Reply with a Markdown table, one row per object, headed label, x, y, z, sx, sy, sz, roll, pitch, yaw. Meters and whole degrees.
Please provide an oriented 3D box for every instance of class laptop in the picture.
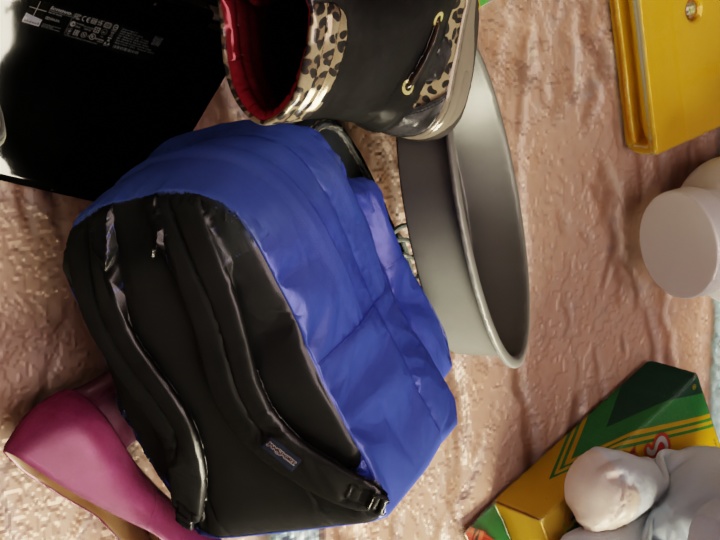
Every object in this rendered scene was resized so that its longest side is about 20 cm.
| label | x | y | z | sx | sy | sz | roll | pitch | yaw |
| --- | --- | --- | --- | --- | --- | --- | --- | --- | --- |
| laptop | -0.162 | -0.158 | 1.055 | 0.186 | 0.116 | 0.201 | 13 | 120 | -40 |

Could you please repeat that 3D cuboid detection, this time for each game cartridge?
| label | x | y | z | sx | sy | sz | roll | pitch | yaw |
| --- | --- | --- | --- | --- | --- | --- | --- | --- | --- |
| game cartridge | 0.248 | -0.192 | 1.374 | 0.199 | 0.032 | 0.178 | -24 | 114 | -37 |

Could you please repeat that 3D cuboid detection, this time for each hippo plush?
| label | x | y | z | sx | sy | sz | roll | pitch | yaw |
| --- | --- | --- | --- | --- | --- | --- | --- | --- | --- |
| hippo plush | 0.239 | 0.188 | 1.291 | 0.199 | 0.160 | 0.161 | -14 | 107 | -37 |

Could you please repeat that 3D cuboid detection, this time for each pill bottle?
| label | x | y | z | sx | sy | sz | roll | pitch | yaw |
| --- | --- | --- | --- | --- | --- | --- | --- | --- | --- |
| pill bottle | 0.288 | -0.034 | 1.388 | 0.199 | 0.104 | 0.105 | -12 | 107 | -36 |

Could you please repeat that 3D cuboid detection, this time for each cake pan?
| label | x | y | z | sx | sy | sz | roll | pitch | yaw |
| --- | --- | --- | --- | --- | --- | --- | --- | --- | --- |
| cake pan | 0.061 | -0.040 | 1.177 | 0.200 | 0.036 | 0.202 | -9 | 90 | -76 |

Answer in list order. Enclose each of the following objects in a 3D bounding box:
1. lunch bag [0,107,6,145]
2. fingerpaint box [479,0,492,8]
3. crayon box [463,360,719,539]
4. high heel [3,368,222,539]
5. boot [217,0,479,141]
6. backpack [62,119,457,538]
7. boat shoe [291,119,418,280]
| label | x | y | z | sx | sy | sz | roll | pitch | yaw |
| --- | --- | --- | --- | --- | --- | --- | --- | --- | --- |
| lunch bag | -0.279 | -0.051 | 0.901 | 0.199 | 0.140 | 0.168 | 16 | 122 | -39 |
| fingerpaint box | 0.036 | -0.236 | 1.157 | 0.200 | 0.073 | 0.168 | -38 | 121 | -32 |
| crayon box | 0.169 | 0.172 | 1.369 | 0.200 | 0.051 | 0.128 | -39 | 121 | -26 |
| high heel | -0.129 | 0.156 | 1.109 | 0.096 | 0.067 | 0.201 | -33 | 104 | -40 |
| boot | -0.001 | -0.164 | 1.022 | 0.150 | 0.073 | 0.202 | -8 | 107 | -52 |
| backpack | -0.056 | 0.019 | 1.065 | 0.201 | 0.162 | 0.168 | 61 | 37 | -19 |
| boat shoe | 0.000 | 0.000 | 1.186 | 0.075 | 0.062 | 0.202 | -25 | 114 | -31 |
